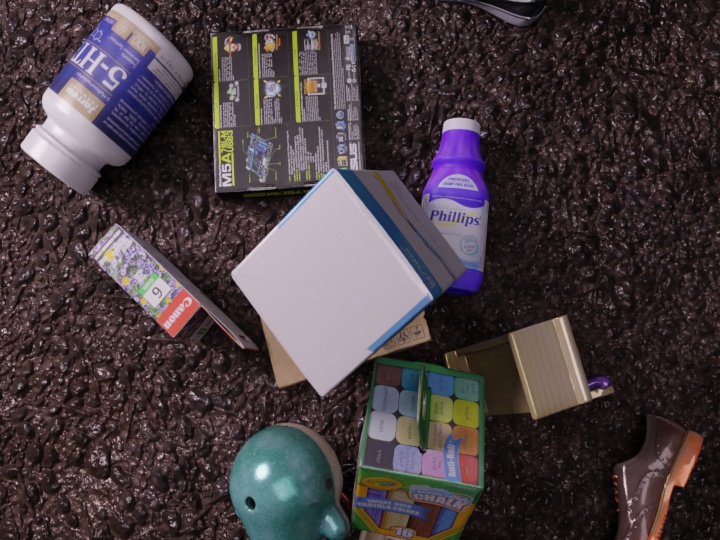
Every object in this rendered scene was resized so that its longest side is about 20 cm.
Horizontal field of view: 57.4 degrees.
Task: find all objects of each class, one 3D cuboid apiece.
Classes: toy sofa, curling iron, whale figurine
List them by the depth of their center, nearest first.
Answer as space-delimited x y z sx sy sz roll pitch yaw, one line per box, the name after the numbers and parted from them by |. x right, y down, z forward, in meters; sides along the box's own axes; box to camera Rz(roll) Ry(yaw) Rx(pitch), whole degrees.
0.169 0.106 0.697 0.095 0.200 0.085 -13 80 -15 | toy sofa
-0.086 0.275 0.717 0.155 0.103 0.208 0 91 31 | whale figurine
0.037 0.308 0.759 0.049 0.026 0.202 -36 84 -2 | curling iron

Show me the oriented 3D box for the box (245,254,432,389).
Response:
-0.027 0.033 0.799 0.194 0.021 0.169 -16 82 -1 | box

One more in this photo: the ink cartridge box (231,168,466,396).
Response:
0.000 0.000 0.673 0.146 0.199 0.147 -41 84 19 | ink cartridge box

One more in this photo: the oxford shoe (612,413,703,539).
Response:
0.314 0.263 0.750 0.072 0.071 0.203 27 79 24 | oxford shoe

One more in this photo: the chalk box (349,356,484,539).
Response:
0.060 0.178 0.674 0.120 0.203 0.127 9 50 2 | chalk box

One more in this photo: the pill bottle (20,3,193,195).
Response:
-0.304 -0.198 0.785 0.118 0.120 0.202 35 84 5 | pill bottle

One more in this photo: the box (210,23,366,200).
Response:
-0.089 -0.197 0.820 0.186 0.048 0.207 -5 83 3 | box

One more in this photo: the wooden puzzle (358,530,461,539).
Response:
0.073 0.386 0.728 0.194 0.037 0.191 17 94 2 | wooden puzzle

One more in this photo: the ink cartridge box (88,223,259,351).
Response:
-0.209 0.040 0.757 0.199 0.109 0.051 43 84 6 | ink cartridge box

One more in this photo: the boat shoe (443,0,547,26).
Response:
0.144 -0.372 0.828 0.195 0.068 0.075 28 83 5 | boat shoe

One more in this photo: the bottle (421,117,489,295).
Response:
0.114 -0.077 0.790 0.081 0.065 0.207 7 82 2 | bottle
